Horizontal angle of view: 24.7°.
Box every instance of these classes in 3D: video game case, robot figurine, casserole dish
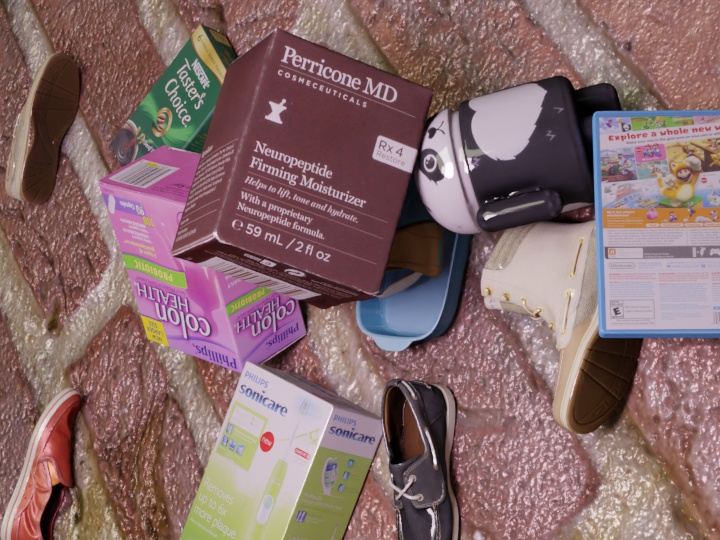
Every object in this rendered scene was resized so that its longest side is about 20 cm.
[{"bbox_3d":[0.272,-0.041,1.401,0.142,0.018,0.201,0,72,4],"label":"video game case"},{"bbox_3d":[0.146,-0.107,1.505,0.199,0.150,0.126,-14,93,12],"label":"robot figurine"},{"bbox_3d":[0.060,-0.014,1.646,0.121,0.039,0.201,2,77,45],"label":"casserole dish"}]

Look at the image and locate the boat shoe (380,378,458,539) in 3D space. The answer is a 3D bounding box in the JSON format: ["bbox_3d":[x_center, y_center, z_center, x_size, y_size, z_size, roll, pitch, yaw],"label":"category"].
[{"bbox_3d":[0.049,0.202,1.563,0.072,0.067,0.201,-15,67,39],"label":"boat shoe"}]

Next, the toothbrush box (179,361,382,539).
[{"bbox_3d":[-0.080,0.214,1.672,0.145,0.086,0.201,23,91,46],"label":"toothbrush box"}]

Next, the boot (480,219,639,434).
[{"bbox_3d":[0.174,0.044,1.489,0.154,0.072,0.201,4,73,44],"label":"boot"}]

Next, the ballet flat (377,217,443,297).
[{"bbox_3d":[0.000,0.000,1.629,0.199,0.068,0.064,-17,78,42],"label":"ballet flat"}]

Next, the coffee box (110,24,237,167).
[{"bbox_3d":[-0.214,-0.182,1.968,0.200,0.044,0.123,-48,48,22],"label":"coffee box"}]

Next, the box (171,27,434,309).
[{"bbox_3d":[-0.056,-0.087,1.518,0.164,0.165,0.201,165,123,-70],"label":"box"}]

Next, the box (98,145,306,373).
[{"bbox_3d":[-0.168,-0.014,1.754,0.175,0.096,0.201,16,129,46],"label":"box"}]

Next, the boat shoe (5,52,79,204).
[{"bbox_3d":[-0.425,-0.189,2.163,0.065,0.072,0.201,13,91,45],"label":"boat shoe"}]

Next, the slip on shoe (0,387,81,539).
[{"bbox_3d":[-0.369,0.239,1.971,0.061,0.074,0.201,15,79,11],"label":"slip on shoe"}]
